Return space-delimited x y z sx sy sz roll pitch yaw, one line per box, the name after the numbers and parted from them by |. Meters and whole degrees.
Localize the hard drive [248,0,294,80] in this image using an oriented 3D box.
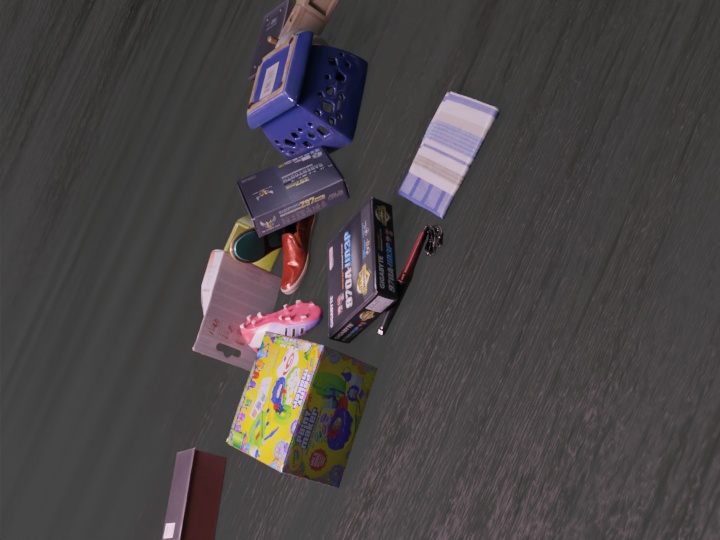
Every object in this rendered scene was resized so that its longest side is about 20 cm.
-0.230 -0.602 2.052 0.134 0.042 0.204 -14 59 50 | hard drive

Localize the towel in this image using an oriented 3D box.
0.146 -0.197 1.306 0.147 0.024 0.203 36 101 54 | towel

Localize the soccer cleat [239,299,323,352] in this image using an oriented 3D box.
-0.142 0.111 1.485 0.197 0.077 0.067 -13 27 32 | soccer cleat

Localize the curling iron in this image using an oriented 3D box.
0.077 0.014 1.265 0.202 0.025 0.050 -61 31 8 | curling iron

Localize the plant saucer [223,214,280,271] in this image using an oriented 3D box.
-0.258 -0.027 1.730 0.199 0.047 0.203 23 89 56 | plant saucer

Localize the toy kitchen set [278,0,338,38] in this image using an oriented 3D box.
-0.187 -0.656 1.920 0.182 0.162 0.200 -60 34 6 | toy kitchen set

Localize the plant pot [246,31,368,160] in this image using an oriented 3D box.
-0.120 -0.365 1.635 0.198 0.178 0.204 -14 58 48 | plant pot

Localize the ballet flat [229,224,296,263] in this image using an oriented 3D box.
-0.207 -0.058 1.567 0.062 0.199 0.070 6 106 34 | ballet flat

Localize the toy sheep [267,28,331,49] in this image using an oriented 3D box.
-0.141 -0.487 1.780 0.199 0.137 0.140 21 86 47 | toy sheep

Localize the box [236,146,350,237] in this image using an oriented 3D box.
-0.136 -0.161 1.550 0.197 0.052 0.158 -24 40 -5 | box

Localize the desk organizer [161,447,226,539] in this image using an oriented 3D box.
-0.318 0.452 1.488 0.071 0.076 0.203 -24 51 44 | desk organizer

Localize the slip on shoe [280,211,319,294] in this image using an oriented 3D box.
-0.133 -0.050 1.563 0.073 0.061 0.204 -11 62 48 | slip on shoe

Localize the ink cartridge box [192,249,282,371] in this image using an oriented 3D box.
-0.249 0.082 1.549 0.050 0.161 0.203 3 72 47 | ink cartridge box

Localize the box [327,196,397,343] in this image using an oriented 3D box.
0.000 0.000 1.342 0.159 0.045 0.203 -44 38 44 | box

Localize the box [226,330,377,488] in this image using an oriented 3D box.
-0.100 0.225 1.291 0.191 0.121 0.203 6 74 55 | box
